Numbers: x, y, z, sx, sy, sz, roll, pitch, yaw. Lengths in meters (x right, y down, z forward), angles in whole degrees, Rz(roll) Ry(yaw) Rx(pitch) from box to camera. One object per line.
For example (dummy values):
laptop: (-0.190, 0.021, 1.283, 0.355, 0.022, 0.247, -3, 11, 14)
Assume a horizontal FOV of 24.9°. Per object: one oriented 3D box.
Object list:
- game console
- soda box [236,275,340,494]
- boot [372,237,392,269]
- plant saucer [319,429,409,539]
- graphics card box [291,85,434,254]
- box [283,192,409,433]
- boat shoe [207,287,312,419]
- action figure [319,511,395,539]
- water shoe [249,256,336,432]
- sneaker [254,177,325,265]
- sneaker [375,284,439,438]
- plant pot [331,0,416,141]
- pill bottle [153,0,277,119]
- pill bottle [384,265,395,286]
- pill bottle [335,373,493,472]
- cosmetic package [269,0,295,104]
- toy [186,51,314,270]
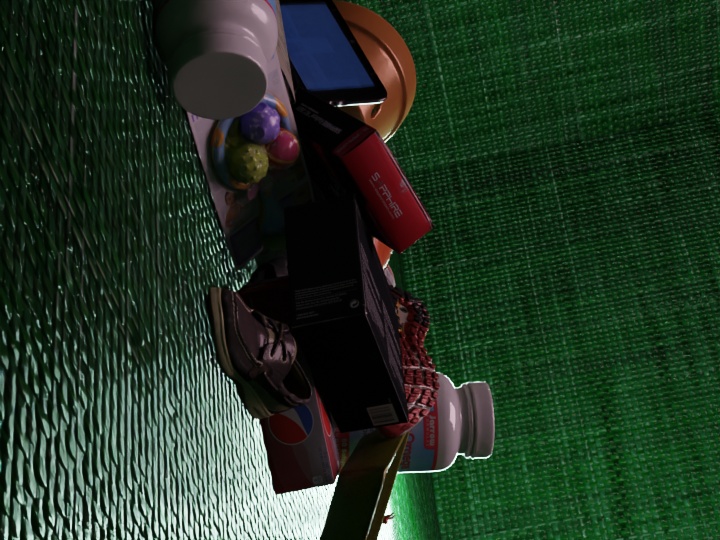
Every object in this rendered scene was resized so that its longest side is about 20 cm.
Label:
game console: (-0.069, -0.289, 1.874, 0.201, 0.118, 0.173, 60, -6, 33)
soda box: (-0.071, 0.110, 1.588, 0.070, 0.063, 0.203, -52, 131, -81)
boot: (0.000, 0.000, 1.818, 0.107, 0.074, 0.203, 46, 52, -61)
plant saucer: (-0.007, 0.260, 1.673, 0.200, 0.047, 0.202, -46, 153, -77)
graphics card box: (-0.014, -0.103, 1.623, 0.126, 0.051, 0.200, 57, -9, -30)
box: (-0.012, 0.045, 1.583, 0.201, 0.078, 0.143, 69, 15, -52)
boat shoe: (-0.089, 0.069, 1.457, 0.200, 0.064, 0.074, 68, 14, -62)
action figure: (0.007, 0.329, 1.853, 0.200, 0.098, 0.066, 61, 18, -67)
water shoe: (-0.077, 0.088, 1.667, 0.079, 0.071, 0.203, -8, 88, -58)
sneaker: (-0.068, -0.045, 1.694, 0.099, 0.078, 0.201, 27, -31, 46)
sneaker: (0.035, 0.109, 1.733, 0.082, 0.077, 0.201, -56, -163, 33)
plant pot: (-0.041, -0.215, 2.029, 0.141, 0.197, 0.202, -65, 147, -53)
pill bottle: (-0.127, -0.233, 1.423, 0.109, 0.107, 0.202, 73, 8, -52)
pill bottle: (-0.009, 0.065, 2.105, 0.201, 0.114, 0.117, -91, 169, -61)
pill bottle: (0.045, 0.170, 1.814, 0.109, 0.197, 0.110, 178, -90, -84)
cosmetic package: (-0.127, -0.267, 1.624, 0.104, 0.086, 0.203, 69, 10, -71)
toy: (-0.091, -0.105, 1.545, 0.047, 0.115, 0.202, 25, -39, 38)
